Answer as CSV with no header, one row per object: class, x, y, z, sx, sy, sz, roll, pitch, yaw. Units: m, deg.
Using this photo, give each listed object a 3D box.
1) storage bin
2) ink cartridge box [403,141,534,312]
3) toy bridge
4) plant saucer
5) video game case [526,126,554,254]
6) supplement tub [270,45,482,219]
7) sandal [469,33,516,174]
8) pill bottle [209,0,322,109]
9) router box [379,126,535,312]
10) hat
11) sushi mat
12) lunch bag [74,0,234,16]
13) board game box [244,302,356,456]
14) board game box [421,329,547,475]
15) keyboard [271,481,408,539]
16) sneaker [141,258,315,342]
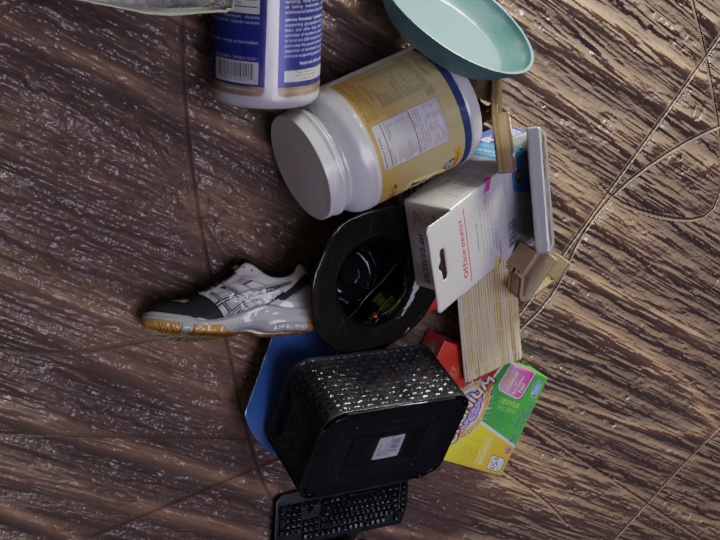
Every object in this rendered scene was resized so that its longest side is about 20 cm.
storage bin,0.008,0.173,1.478,0.200,0.094,0.135,-4,130,-32
ink cartridge box,0.115,-0.051,1.454,0.200,0.068,0.115,-38,130,-39
toy bridge,0.214,0.006,1.579,0.067,0.027,0.200,-56,161,9
plant saucer,0.098,-0.270,1.397,0.200,0.200,0.036,10,131,-36
video game case,0.215,-0.096,1.524,0.018,0.200,0.144,-4,93,10
supplement tub,0.017,-0.151,1.403,0.200,0.144,0.145,-27,121,-22
sandal,0.131,-0.197,1.463,0.069,0.212,0.078,-8,144,6
pill bottle,-0.095,-0.273,1.298,0.116,0.116,0.200,-9,114,-30
router box,0.123,-0.063,1.568,0.200,0.049,0.180,-24,120,-24
hat,0.000,0.000,1.470,0.200,0.081,0.201,-22,127,-31
sushi mat,0.161,0.042,1.599,0.096,0.012,0.200,-23,124,-24
lunch bag,-0.236,-0.302,1.163,0.200,0.164,0.118,-9,119,-31
board game box,-0.063,0.127,1.531,0.158,0.039,0.200,19,91,-35
board game box,0.138,0.177,1.680,0.200,0.040,0.153,20,97,-37
keyboard,-0.020,0.324,1.637,0.200,0.040,0.104,-5,111,-31
sneaker,-0.148,0.032,1.426,0.200,0.076,0.088,-2,81,-24
